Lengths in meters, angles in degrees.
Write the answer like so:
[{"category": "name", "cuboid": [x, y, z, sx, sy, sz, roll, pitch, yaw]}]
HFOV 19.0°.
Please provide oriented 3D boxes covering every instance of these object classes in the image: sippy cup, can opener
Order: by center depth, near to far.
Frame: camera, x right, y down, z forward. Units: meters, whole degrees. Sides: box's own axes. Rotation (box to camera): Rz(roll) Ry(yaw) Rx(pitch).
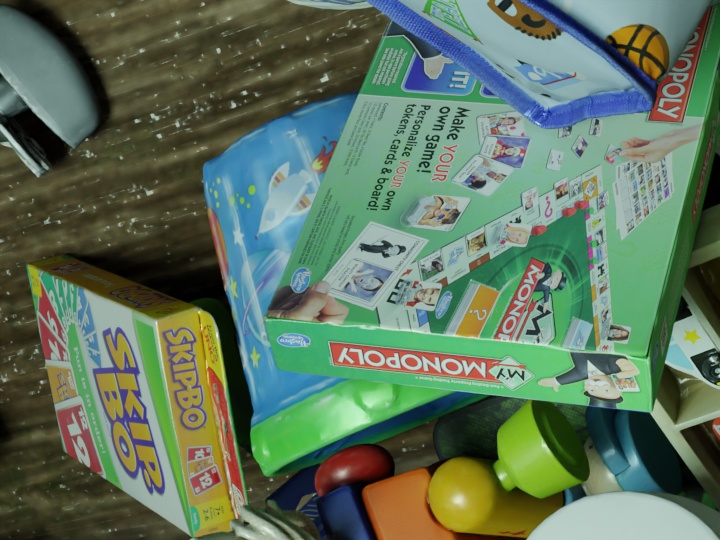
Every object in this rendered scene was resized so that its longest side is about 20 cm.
[{"category": "sippy cup", "cuboid": [0.000, 0.000, 0.882, 0.177, 0.140, 0.131, -22, 83, 4]}, {"category": "can opener", "cuboid": [-0.198, -0.129, 1.005, 0.067, 0.053, 0.200, -39, 83, 1]}]

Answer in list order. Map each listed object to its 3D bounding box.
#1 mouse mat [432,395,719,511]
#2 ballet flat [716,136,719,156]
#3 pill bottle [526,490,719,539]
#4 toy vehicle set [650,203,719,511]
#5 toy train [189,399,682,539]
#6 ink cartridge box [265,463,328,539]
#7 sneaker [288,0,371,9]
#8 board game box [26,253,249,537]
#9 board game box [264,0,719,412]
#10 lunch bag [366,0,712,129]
[{"category": "mouse mat", "cuboid": [0.136, 0.108, 0.903, 0.199, 0.008, 0.162, -23, 93, 34]}, {"category": "ballet flat", "cuboid": [0.157, -0.028, 0.815, 0.199, 0.068, 0.068, -26, 84, 32]}, {"category": "pill bottle", "cuboid": [0.109, 0.146, 0.797, 0.112, 0.200, 0.113, -5, 69, 13]}, {"category": "toy vehicle set", "cuboid": [0.184, 0.056, 0.798, 0.124, 0.027, 0.200, -24, 115, 30]}, {"category": "toy train", "cuboid": [0.038, 0.090, 0.838, 0.116, 0.200, 0.085, -35, 63, 25]}, {"category": "ink cartridge box", "cuboid": [-0.013, 0.187, 0.936, 0.076, 0.136, 0.201, 10, 110, 21]}, {"category": "sneaker", "cuboid": [-0.052, -0.141, 0.885, 0.199, 0.088, 0.076, 3, 105, 28]}, {"category": "board game box", "cuboid": [-0.100, 0.053, 0.947, 0.200, 0.030, 0.096, 14, 116, 61]}, {"category": "board game box", "cuboid": [0.058, -0.038, 0.781, 0.134, 0.201, 0.029, 6, 136, 17]}, {"category": "lunch bag", "cuboid": [0.044, -0.171, 0.710, 0.200, 0.124, 0.170, 35, 79, -13]}]
